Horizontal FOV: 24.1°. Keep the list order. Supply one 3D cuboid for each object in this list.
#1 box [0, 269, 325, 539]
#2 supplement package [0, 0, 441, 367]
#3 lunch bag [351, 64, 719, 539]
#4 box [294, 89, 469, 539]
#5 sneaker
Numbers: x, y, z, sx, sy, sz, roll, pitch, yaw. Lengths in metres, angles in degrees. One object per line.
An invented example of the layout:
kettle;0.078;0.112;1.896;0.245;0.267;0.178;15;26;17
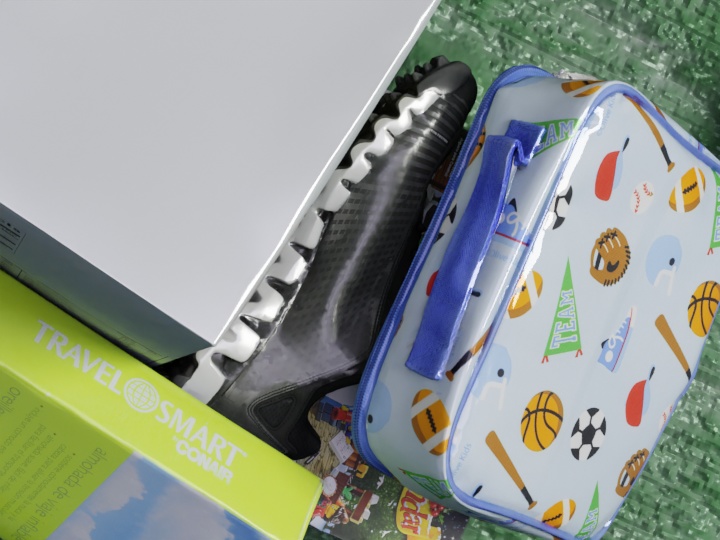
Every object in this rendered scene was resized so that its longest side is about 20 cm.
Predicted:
box;-0.111;0.090;0.732;0.200;0.122;0.048;35;47;-12
supplement package;-0.085;-0.078;0.692;0.147;0.200;0.192;34;77;-9
lunch bag;0.083;0.013;0.734;0.160;0.075;0.201;28;82;-45
box;0.015;0.028;0.804;0.136;0.038;0.201;25;85;-10
sneaker;0.000;0.000;0.750;0.090;0.066;0.200;38;86;-11
